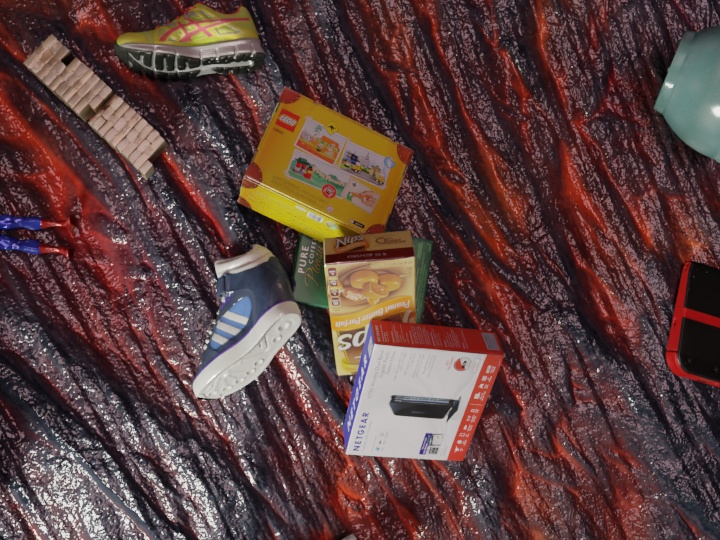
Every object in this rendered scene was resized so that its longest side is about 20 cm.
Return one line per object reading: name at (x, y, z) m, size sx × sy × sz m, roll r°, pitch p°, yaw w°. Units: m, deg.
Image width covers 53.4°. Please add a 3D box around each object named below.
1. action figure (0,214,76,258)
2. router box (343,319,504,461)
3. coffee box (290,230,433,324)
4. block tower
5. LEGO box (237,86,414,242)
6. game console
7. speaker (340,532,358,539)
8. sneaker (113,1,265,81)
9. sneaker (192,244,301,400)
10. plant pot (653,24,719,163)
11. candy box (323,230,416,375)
action figure at (-0.466, -0.051, 0.887) m, size 0.193 × 0.099 × 0.068 m, roll 3°, pitch 87°, yaw -9°
router box at (0.079, 0.167, 0.967) m, size 0.174 × 0.049 × 0.204 m, roll 5°, pitch 124°, yaw -11°
coffee box at (0.000, 0.000, 1.010) m, size 0.194 × 0.044 × 0.127 m, roll 10°, pitch 86°, yaw -12°
block tower at (-0.338, -0.211, 0.937) m, size 0.200 × 0.054 × 0.058 m, roll 45°, pitch 81°, yaw -8°
LEGO box at (-0.046, -0.127, 0.958) m, size 0.196 × 0.077 × 0.152 m, roll 25°, pitch 65°, yaw -6°
game console at (0.586, 0.096, 1.146) m, size 0.194 × 0.031 × 0.182 m, roll 15°, pitch 81°, yaw -12°
speaker at (-0.077, 0.441, 0.964) m, size 0.196 × 0.081 × 0.083 m, roll -27°, pitch 94°, yaw -11°
sneaker at (-0.229, -0.312, 0.959) m, size 0.194 × 0.078 × 0.093 m, roll -7°, pitch 82°, yaw -18°
sneaker at (-0.171, 0.060, 0.967) m, size 0.200 × 0.080 × 0.148 m, roll -43°, pitch 58°, yaw 20°
plant pot at (0.523, -0.279, 1.069) m, size 0.131 × 0.200 × 0.205 m, roll 24°, pitch 83°, yaw 17°
candy box at (0.016, 0.047, 0.939) m, size 0.112 × 0.056 × 0.204 m, roll -5°, pitch 130°, yaw 0°
